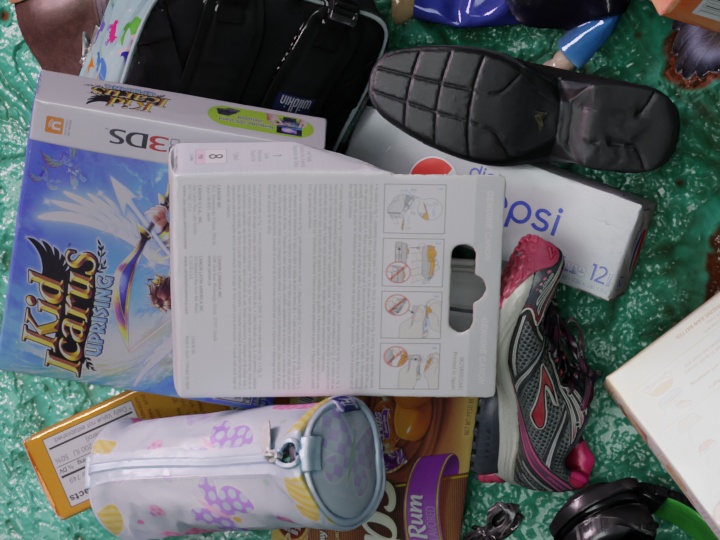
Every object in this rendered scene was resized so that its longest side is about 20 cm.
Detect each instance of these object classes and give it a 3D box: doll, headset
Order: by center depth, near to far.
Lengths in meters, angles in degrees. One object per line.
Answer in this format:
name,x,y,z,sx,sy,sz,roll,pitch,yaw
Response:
headset,0.160,0.182,1.675,0.199,0.094,0.124,10,53,-18
doll,0.121,-0.189,1.732,0.199,0.048,0.137,1,92,19

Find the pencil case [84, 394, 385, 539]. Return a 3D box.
pencil case,-0.080,0.127,1.674,0.200,0.091,0.083,-8,90,40

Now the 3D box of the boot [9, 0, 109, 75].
boot,-0.135,-0.182,1.804,0.199,0.072,0.167,-13,102,9

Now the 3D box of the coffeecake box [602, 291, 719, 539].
coffeecake box,0.274,0.104,1.679,0.153,0.073,0.200,-37,82,-1

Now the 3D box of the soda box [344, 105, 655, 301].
soda box,0.087,-0.046,1.740,0.200,0.063,0.068,20,97,13

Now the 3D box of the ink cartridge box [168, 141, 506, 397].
ink cartridge box,-0.017,0.001,1.630,0.199,0.057,0.163,-2,121,-6

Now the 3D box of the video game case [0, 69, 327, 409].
video game case,-0.127,-0.015,1.670,0.181,0.045,0.200,10,120,-4

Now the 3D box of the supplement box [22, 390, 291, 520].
supplement box,-0.122,0.099,1.796,0.200,0.067,0.069,-22,89,14

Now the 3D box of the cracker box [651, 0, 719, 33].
cracker box,0.208,-0.265,1.640,0.134,0.058,0.200,-49,46,34

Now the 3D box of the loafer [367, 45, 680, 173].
loafer,0.101,-0.102,1.704,0.199,0.072,0.073,13,97,-7

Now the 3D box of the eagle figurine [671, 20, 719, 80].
eagle figurine,0.292,-0.200,1.671,0.152,0.151,0.200,-124,37,-46

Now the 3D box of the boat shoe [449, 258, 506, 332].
boat shoe,0.000,0.000,1.766,0.199,0.074,0.066,11,89,3

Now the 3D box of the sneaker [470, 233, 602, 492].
sneaker,0.117,0.059,1.697,0.074,0.081,0.200,12,135,14

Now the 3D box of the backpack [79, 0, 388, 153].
backpack,-0.095,-0.117,1.721,0.177,0.151,0.200,12,112,-25

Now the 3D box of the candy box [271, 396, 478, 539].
candy box,0.007,0.143,1.739,0.116,0.056,0.201,6,93,-28
